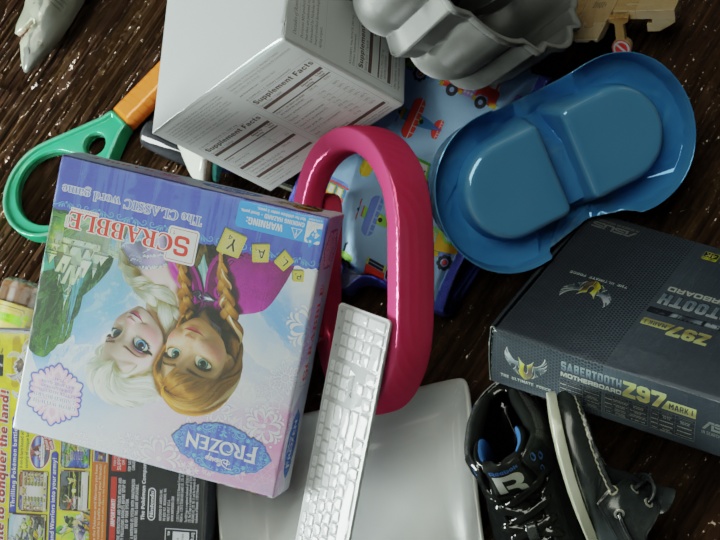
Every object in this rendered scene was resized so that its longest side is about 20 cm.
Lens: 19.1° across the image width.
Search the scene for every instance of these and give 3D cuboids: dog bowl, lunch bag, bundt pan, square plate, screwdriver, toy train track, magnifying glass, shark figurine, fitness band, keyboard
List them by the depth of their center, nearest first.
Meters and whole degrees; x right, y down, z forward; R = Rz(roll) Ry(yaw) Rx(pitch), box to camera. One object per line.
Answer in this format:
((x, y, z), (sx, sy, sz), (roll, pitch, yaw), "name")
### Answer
((-0.014, 0.125, 1.450), (0.056, 0.011, 0.201), (21, 103, 55), "keyboard")
((0.052, -0.204, 1.459), (0.076, 0.202, 0.202), (-43, 58, 31), "bundt pan")
((0.133, -0.075, 1.472), (0.200, 0.050, 0.112), (-27, 102, -15), "dog bowl")
((0.000, 0.000, 1.480), (0.144, 0.037, 0.201), (4, 96, 60), "fitness band")
((-0.004, 0.190, 1.495), (0.198, 0.028, 0.201), (-14, 65, 18), "square plate")
((0.039, -0.070, 1.556), (0.150, 0.094, 0.200), (28, 86, 25), "lunch bag")
((0.137, -0.181, 1.583), (0.199, 0.033, 0.115), (2, 32, 21), "toy train track")
((-0.082, -0.073, 1.640), (0.200, 0.029, 0.028), (23, 78, 17), "screwdriver")
((-0.202, -0.104, 1.689), (0.200, 0.022, 0.080), (-45, 62, -2), "magnifying glass")
((-0.207, -0.266, 1.712), (0.089, 0.215, 0.128), (20, 39, -12), "shark figurine")

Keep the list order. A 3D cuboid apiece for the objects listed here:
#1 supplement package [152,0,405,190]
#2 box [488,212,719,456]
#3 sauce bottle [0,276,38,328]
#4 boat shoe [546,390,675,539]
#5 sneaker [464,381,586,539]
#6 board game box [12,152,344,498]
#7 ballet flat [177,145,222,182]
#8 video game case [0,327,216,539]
((-0.055, -0.189, 1.541), (0.156, 0.111, 0.200), (-30, 45, 42), "supplement package")
((0.207, 0.042, 1.425), (0.200, 0.051, 0.158), (18, 41, 26), "box")
((-0.272, 0.106, 1.605), (0.065, 0.065, 0.201), (14, 79, 24), "sauce bottle")
((0.177, 0.164, 1.387), (0.066, 0.075, 0.200), (-19, 93, 7), "boat shoe")
((0.108, 0.168, 1.420), (0.073, 0.112, 0.201), (-18, 64, 14), "sneaker")
((-0.128, 0.036, 1.484), (0.199, 0.041, 0.200), (13, 99, 13), "board game box")
((-0.118, -0.148, 1.632), (0.069, 0.070, 0.200), (0, 54, 19), "ballet flat")
((-0.192, 0.143, 1.541), (0.180, 0.025, 0.201), (2, 90, 13), "video game case")
